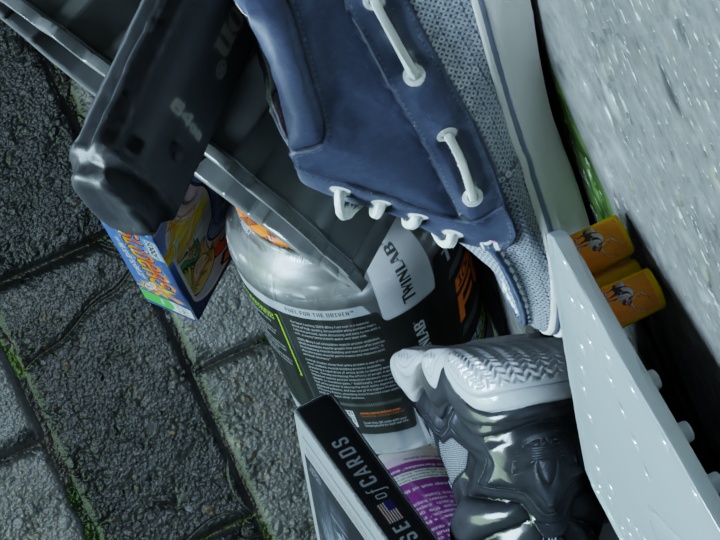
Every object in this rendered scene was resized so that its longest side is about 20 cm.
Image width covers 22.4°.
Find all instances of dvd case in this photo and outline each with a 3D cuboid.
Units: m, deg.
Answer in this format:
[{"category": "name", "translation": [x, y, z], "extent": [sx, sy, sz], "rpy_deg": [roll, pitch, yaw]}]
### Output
[{"category": "dvd case", "translation": [0.022, 0.174, 0.863], "extent": [0.150, 0.025, 0.200], "rpy_deg": [50, 157, 42]}]

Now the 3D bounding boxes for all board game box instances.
[{"category": "board game box", "translation": [0.124, 0.106, 0.615], "extent": [0.200, 0.026, 0.200], "rpy_deg": [71, 174, -58]}, {"category": "board game box", "translation": [-0.066, -0.086, 0.962], "extent": [0.034, 0.200, 0.135], "rpy_deg": [23, 163, 15]}]

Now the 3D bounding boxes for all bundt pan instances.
[{"category": "bundt pan", "translation": [-0.056, -0.081, 0.724], "extent": [0.202, 0.076, 0.202], "rpy_deg": [37, 178, 2]}]

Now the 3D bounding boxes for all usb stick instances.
[{"category": "usb stick", "translation": [-0.043, -0.107, 0.611], "extent": [0.033, 0.200, 0.055], "rpy_deg": [18, 162, 18]}]

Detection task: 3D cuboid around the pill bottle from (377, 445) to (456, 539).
[{"category": "pill bottle", "translation": [0.055, 0.188, 1.025], "extent": [0.112, 0.112, 0.200], "rpy_deg": [67, 173, -24]}]

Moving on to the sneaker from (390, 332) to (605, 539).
[{"category": "sneaker", "translation": [0.061, 0.089, 0.831], "extent": [0.200, 0.075, 0.114], "rpy_deg": [167, 97, -83]}]

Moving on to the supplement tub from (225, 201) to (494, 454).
[{"category": "supplement tub", "translation": [0.000, 0.000, 0.973], "extent": [0.200, 0.122, 0.123], "rpy_deg": [71, 174, -52]}]

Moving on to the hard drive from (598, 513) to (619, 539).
[{"category": "hard drive", "translation": [0.125, 0.155, 0.914], "extent": [0.200, 0.025, 0.132], "rpy_deg": [-133, 19, -79]}]

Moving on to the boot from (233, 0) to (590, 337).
[{"category": "boot", "translation": [0.021, -0.041, 0.639], "extent": [0.073, 0.090, 0.200], "rpy_deg": [-119, 6, -50]}]
